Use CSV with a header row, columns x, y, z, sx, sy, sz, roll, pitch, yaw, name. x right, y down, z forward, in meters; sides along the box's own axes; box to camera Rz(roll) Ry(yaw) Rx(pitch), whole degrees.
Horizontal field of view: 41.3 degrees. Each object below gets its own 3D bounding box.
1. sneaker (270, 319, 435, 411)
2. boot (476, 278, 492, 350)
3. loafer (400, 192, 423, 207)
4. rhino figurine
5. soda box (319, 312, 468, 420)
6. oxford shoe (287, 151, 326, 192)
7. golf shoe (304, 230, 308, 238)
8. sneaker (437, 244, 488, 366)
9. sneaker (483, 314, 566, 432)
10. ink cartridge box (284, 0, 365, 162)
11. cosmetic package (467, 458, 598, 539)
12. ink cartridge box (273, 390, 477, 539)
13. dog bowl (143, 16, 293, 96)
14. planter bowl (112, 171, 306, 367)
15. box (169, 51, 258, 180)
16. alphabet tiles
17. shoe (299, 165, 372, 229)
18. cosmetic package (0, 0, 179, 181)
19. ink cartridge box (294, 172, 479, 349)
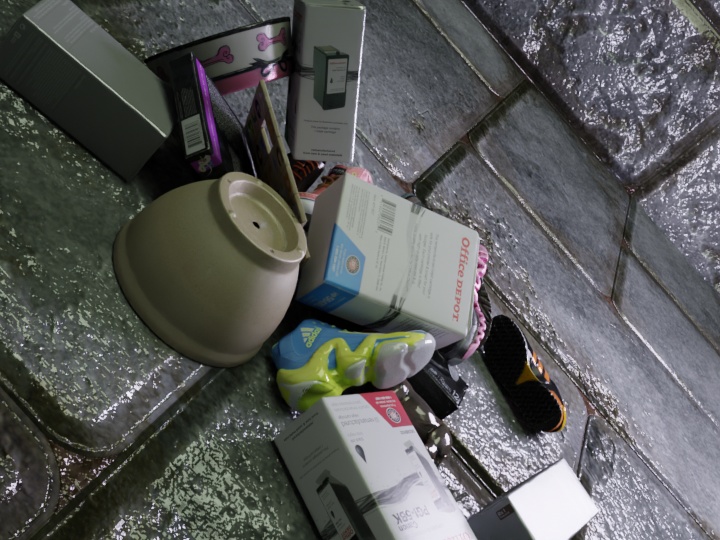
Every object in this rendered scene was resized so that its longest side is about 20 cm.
x,y,z,sx,sy,sz,roll,pitch,yaw,name
-0.013,0.085,1.090,0.198,0.076,0.105,-13,49,-31,sneaker
0.163,0.035,1.479,0.200,0.072,0.184,68,21,-84,boot
0.053,-0.054,1.312,0.063,0.072,0.200,37,23,8,loafer
0.037,0.158,1.148,0.201,0.060,0.087,52,30,9,rhino figurine
0.044,0.105,1.215,0.200,0.071,0.063,48,27,-2,soda box
-0.095,-0.135,1.318,0.071,0.072,0.200,44,26,-8,oxford shoe
0.000,0.000,1.268,0.199,0.091,0.076,36,30,-21,golf shoe
0.115,0.032,1.281,0.095,0.079,0.202,31,46,-29,sneaker
0.256,0.165,1.489,0.090,0.070,0.201,33,27,-60,sneaker
-0.051,-0.261,1.284,0.083,0.202,0.146,2,19,-11,ink cartridge box
0.193,0.302,1.130,0.091,0.107,0.199,56,28,13,cosmetic package
0.020,0.233,0.991,0.146,0.083,0.201,5,49,-56,ink cartridge box
-0.177,-0.269,1.251,0.200,0.198,0.075,-45,121,-64,dog bowl
-0.143,-0.019,1.019,0.200,0.135,0.201,36,28,-23,planter bowl
-0.166,-0.146,1.157,0.200,0.036,0.144,55,18,-59,box
-0.099,-0.099,1.120,0.007,0.167,0.202,-15,83,-16,alphabet tiles
-0.042,-0.100,1.286,0.200,0.071,0.092,17,77,-64,shoe
-0.304,-0.210,1.082,0.200,0.090,0.107,44,25,-17,cosmetic package
0.036,-0.005,1.153,0.198,0.084,0.148,23,61,-23,ink cartridge box
